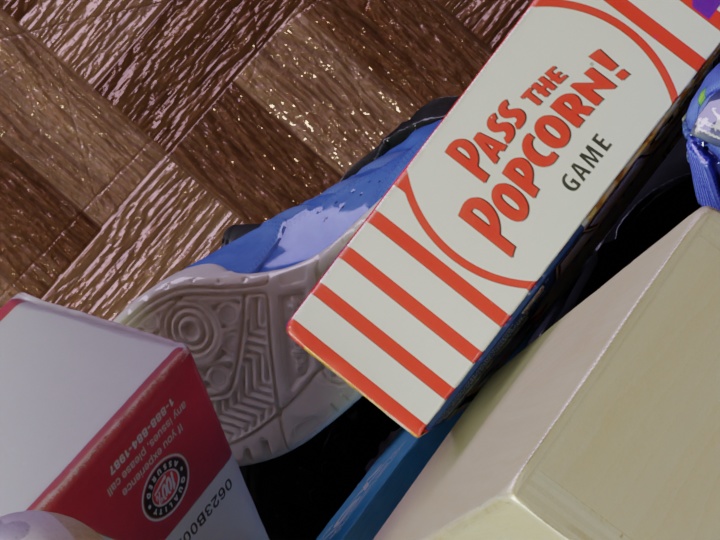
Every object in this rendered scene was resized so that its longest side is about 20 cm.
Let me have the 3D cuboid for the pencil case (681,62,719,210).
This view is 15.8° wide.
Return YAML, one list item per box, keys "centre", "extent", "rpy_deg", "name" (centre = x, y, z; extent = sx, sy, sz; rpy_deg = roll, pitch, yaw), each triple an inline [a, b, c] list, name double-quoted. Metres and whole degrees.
- centre: [0.156, -0.072, 0.642]
  extent: [0.200, 0.087, 0.078]
  rpy_deg: [-49, -32, -25]
  name: "pencil case"

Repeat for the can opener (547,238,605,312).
- centre: [0.075, 0.046, 0.943]
  extent: [0.200, 0.079, 0.063]
  rpy_deg: [-52, 39, 2]
  name: "can opener"

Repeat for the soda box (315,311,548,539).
- centre: [0.017, 0.100, 0.831]
  extent: [0.200, 0.064, 0.068]
  rpy_deg: [-49, 1, -41]
  name: "soda box"

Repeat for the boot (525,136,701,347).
- centre: [0.134, -0.037, 0.787]
  extent: [0.165, 0.066, 0.200]
  rpy_deg: [-58, 2, -26]
  name: "boot"

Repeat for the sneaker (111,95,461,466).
- centre: [0.001, 0.001, 0.920]
  extent: [0.200, 0.077, 0.111]
  rpy_deg: [-32, 2, 26]
  name: "sneaker"

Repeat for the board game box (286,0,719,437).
- centre: [0.053, -0.029, 0.724]
  extent: [0.152, 0.046, 0.200]
  rpy_deg: [-52, -5, 2]
  name: "board game box"

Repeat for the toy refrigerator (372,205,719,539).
- centre: [0.059, 0.056, 0.602]
  extent: [0.076, 0.070, 0.200]
  rpy_deg: [-53, 0, -16]
  name: "toy refrigerator"

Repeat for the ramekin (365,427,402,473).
- centre: [-0.028, 0.106, 1.080]
  extent: [0.201, 0.098, 0.200]
  rpy_deg: [-55, -4, -5]
  name: "ramekin"

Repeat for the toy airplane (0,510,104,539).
- centre: [-0.096, 0.116, 0.603]
  extent: [0.199, 0.199, 0.141]
  rpy_deg: [-73, -1, -55]
  name: "toy airplane"

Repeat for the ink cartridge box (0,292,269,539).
- centre: [-0.094, 0.133, 0.834]
  extent: [0.145, 0.083, 0.200]
  rpy_deg: [-49, -44, -33]
  name: "ink cartridge box"

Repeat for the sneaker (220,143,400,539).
- centre: [0.000, 0.040, 0.972]
  extent: [0.060, 0.104, 0.200]
  rpy_deg: [78, -170, -64]
  name: "sneaker"
